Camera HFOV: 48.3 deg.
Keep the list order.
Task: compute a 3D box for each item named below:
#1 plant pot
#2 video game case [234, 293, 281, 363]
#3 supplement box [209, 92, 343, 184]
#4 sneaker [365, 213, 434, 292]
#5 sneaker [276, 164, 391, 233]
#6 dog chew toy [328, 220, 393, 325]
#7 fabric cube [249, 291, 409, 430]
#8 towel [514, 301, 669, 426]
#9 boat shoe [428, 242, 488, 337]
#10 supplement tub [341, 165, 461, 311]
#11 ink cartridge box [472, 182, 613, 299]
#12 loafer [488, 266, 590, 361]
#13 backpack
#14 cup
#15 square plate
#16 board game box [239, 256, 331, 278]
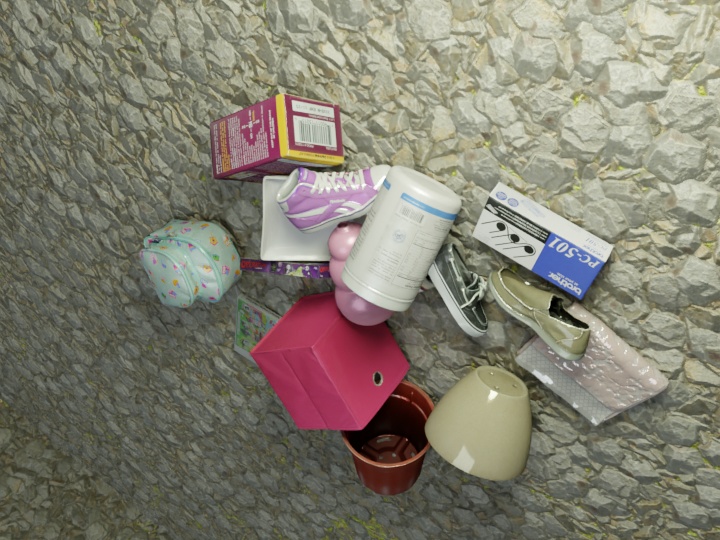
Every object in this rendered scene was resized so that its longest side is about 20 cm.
[{"bbox_3d":[0.058,0.363,1.688,0.199,0.201,0.196,24,145,20],"label":"plant pot"},{"bbox_3d":[-0.211,0.164,1.845,0.181,0.022,0.201,29,139,15],"label":"video game case"},{"bbox_3d":[-0.142,-0.215,1.345,0.199,0.130,0.104,-9,85,42],"label":"supplement box"},{"bbox_3d":[0.077,-0.053,1.390,0.089,0.075,0.201,-10,120,24],"label":"sneaker"},{"bbox_3d":[-0.045,-0.137,1.319,0.199,0.073,0.114,-26,136,14],"label":"sneaker"},{"bbox_3d":[0.000,0.000,1.445,0.124,0.125,0.201,6,130,35],"label":"dog chew toy"},{"bbox_3d":[-0.058,0.176,1.597,0.199,0.196,0.201,-10,117,44],"label":"fabric cube"},{"bbox_3d":[0.384,0.165,1.358,0.200,0.032,0.191,40,140,1],"label":"towel"},{"bbox_3d":[0.182,0.032,1.373,0.068,0.074,0.200,-21,117,26],"label":"boat shoe"},{"bbox_3d":[0.064,-0.052,1.285,0.131,0.132,0.201,31,108,13],"label":"supplement tub"},{"bbox_3d":[0.279,-0.046,1.243,0.199,0.044,0.094,31,141,13],"label":"ink cartridge box"},{"bbox_3d":[0.294,0.056,1.293,0.200,0.075,0.070,42,128,21],"label":"loafer"},{"bbox_3d":[-0.358,-0.013,1.709,0.198,0.153,0.177,-1,119,31],"label":"backpack"},{"bbox_3d":[0.234,0.262,1.466,0.199,0.200,0.144,26,113,17],"label":"cup"},{"bbox_3d":[-0.079,-0.095,1.435,0.196,0.029,0.201,0,137,-9],"label":"square plate"},{"bbox_3d":[-0.121,-0.007,1.548,0.198,0.120,0.033,6,92,35],"label":"board game box"}]
